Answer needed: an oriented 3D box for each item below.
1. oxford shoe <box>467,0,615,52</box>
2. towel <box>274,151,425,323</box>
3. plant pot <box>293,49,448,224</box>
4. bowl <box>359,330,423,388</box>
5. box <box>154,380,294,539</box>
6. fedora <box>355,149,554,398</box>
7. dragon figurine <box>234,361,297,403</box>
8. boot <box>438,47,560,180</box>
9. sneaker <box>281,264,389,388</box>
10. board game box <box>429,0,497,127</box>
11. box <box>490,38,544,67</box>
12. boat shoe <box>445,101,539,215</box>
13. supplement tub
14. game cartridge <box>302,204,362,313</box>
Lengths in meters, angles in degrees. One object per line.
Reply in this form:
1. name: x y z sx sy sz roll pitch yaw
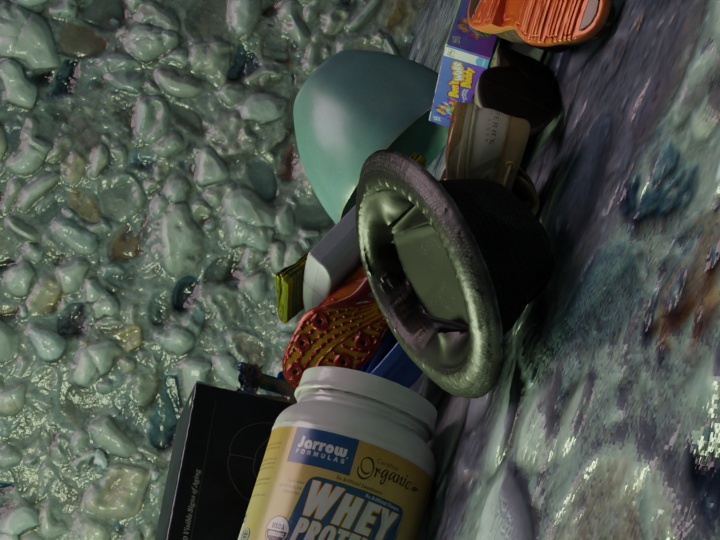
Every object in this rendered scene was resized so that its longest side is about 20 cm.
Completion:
1. oxford shoe: 0.163 -0.215 0.943 0.072 0.072 0.200 -69 24 10
2. towel: -0.009 -0.032 1.109 0.200 0.018 0.086 -43 -18 -24
3. plant pot: 0.004 -0.164 1.257 0.200 0.135 0.200 -43 -12 -11
4. bowl: 0.046 0.051 1.070 0.201 0.039 0.201 -53 8 11
5. box: -0.086 0.233 1.055 0.124 0.194 0.203 127 155 -59
6. fedora: 0.073 -0.009 0.807 0.201 0.091 0.202 54 156 37
7. dragon figurine: -0.059 0.137 1.171 0.200 0.098 0.060 37 -117 -63
8. boot: 0.112 -0.104 1.003 0.201 0.072 0.152 -72 4 -64
9. sneaker: 0.008 0.033 1.030 0.200 0.073 0.077 -46 -9 -5
10. board game box: 0.123 -0.260 1.131 0.135 0.044 0.202 99 -171 -66
11. box: 0.150 -0.201 1.182 0.145 0.036 0.202 -79 10 -60
12. boat shoe: 0.108 -0.054 0.903 0.201 0.068 0.075 74 -154 -60
13. supplement tub: -0.019 0.196 0.930 0.145 0.143 0.203 122 166 -68
14. game cartridge: 0.000 0.000 1.113 0.133 0.040 0.201 -42 -19 -13
